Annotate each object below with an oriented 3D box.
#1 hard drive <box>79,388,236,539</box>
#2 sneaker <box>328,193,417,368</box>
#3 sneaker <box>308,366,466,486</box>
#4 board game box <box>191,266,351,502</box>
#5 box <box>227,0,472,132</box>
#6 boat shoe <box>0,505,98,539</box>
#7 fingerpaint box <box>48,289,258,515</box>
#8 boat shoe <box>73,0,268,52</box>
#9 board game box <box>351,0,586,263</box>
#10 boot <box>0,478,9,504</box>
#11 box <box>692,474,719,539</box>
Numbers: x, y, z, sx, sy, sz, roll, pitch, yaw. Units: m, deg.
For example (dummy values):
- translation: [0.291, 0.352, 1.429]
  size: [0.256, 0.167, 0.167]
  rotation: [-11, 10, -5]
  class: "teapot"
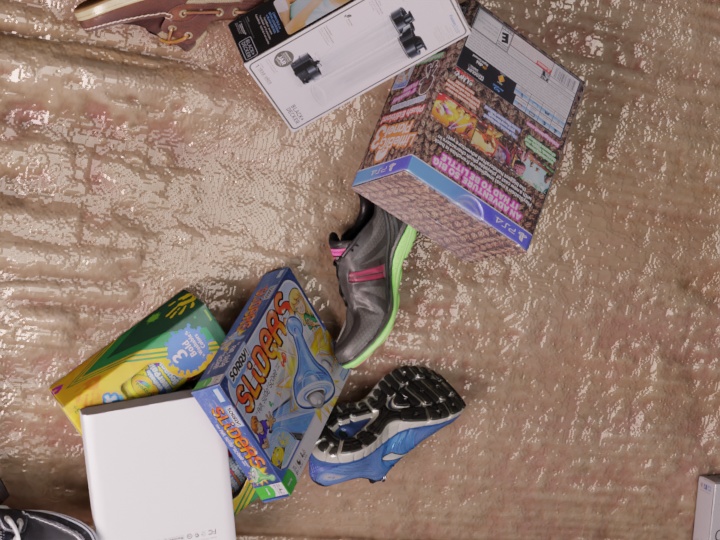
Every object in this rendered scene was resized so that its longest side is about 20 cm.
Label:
- translation: [-0.187, 0.215, 1.435]
  size: [0.132, 0.027, 0.200]
  rotation: [-9, 107, -17]
  class: "hard drive"
- translation: [0.000, 0.000, 1.533]
  size: [0.084, 0.077, 0.200]
  rotation: [16, 82, -20]
  class: "sneaker"
- translation: [0.022, 0.166, 1.579]
  size: [0.200, 0.079, 0.089]
  rotation: [-19, 145, -33]
  class: "sneaker"
- translation: [-0.081, 0.106, 1.464]
  size: [0.135, 0.034, 0.200]
  rotation: [59, 31, -22]
  class: "board game box"
- translation: [-0.008, -0.227, 1.425]
  size: [0.200, 0.060, 0.117]
  rotation: [-29, 143, 7]
  class: "box"
- translation: [-0.328, 0.240, 1.355]
  size: [0.200, 0.068, 0.072]
  rotation: [12, 72, -21]
  class: "boat shoe"
- translation: [-0.175, 0.150, 1.481]
  size: [0.167, 0.073, 0.200]
  rotation: [-36, 112, -13]
  class: "fingerpaint box"
- translation: [-0.164, -0.237, 1.412]
  size: [0.200, 0.072, 0.072]
  rotation: [-17, 106, -27]
  class: "boat shoe"
- translation: [0.109, -0.135, 1.504]
  size: [0.159, 0.097, 0.200]
  rotation: [32, 68, -25]
  class: "board game box"
- translation: [-0.418, 0.183, 1.384]
  size: [0.146, 0.070, 0.200]
  rotation: [-30, 110, -14]
  class: "boot"
- translation: [0.464, 0.341, 1.824]
  size: [0.144, 0.036, 0.200]
  rotation: [-1, 102, -23]
  class: "box"
